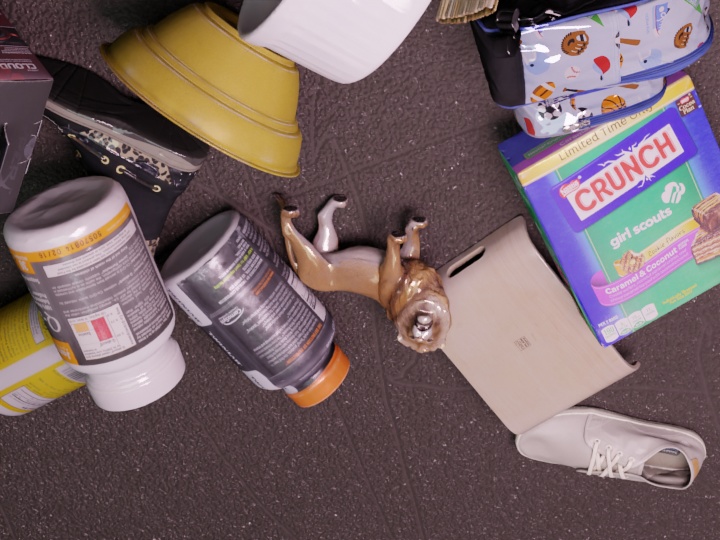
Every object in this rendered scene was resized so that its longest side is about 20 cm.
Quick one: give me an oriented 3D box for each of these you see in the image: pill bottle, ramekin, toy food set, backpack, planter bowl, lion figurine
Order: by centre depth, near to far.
[{"bbox_3d":[-0.005,-0.246,1.006,0.098,0.201,0.201,30,123,-20],"label":"ramekin"},{"bbox_3d":[0.184,-0.204,1.014,0.190,0.200,0.154,-17,131,7],"label":"backpack"},{"bbox_3d":[-0.114,-0.170,1.084,0.200,0.200,0.084,32,104,-13],"label":"planter bowl"},{"bbox_3d":[-0.240,0.023,1.176,0.116,0.117,0.201,-10,119,14],"label":"pill bottle"},{"bbox_3d":[0.000,0.000,1.232,0.199,0.072,0.123,20,125,22],"label":"lion figurine"},{"bbox_3d":[-0.097,0.045,1.259,0.106,0.106,0.200,-30,114,25],"label":"pill bottle"},{"bbox_3d":[0.164,0.058,1.268,0.143,0.060,0.200,-34,104,26],"label":"toy food set"},{"bbox_3d":[-0.341,0.084,1.318,0.200,0.111,0.111,-25,116,22],"label":"pill bottle"}]

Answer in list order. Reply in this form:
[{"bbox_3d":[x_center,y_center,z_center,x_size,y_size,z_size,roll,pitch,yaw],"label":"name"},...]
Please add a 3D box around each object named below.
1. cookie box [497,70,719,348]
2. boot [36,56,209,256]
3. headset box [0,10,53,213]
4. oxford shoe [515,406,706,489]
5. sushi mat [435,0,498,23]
[{"bbox_3d":[0.240,-0.060,1.132,0.171,0.075,0.200,-30,116,3],"label":"cookie box"},{"bbox_3d":[-0.260,-0.101,1.209,0.203,0.074,0.154,25,126,-6],"label":"boot"},{"bbox_3d":[-0.353,-0.153,1.117,0.200,0.075,0.149,50,129,29],"label":"headset box"},{"bbox_3d":[0.262,0.189,1.332,0.199,0.058,0.075,7,126,6],"label":"oxford shoe"},{"bbox_3d":[0.101,-0.286,0.962,0.012,0.096,0.201,15,87,-24],"label":"sushi mat"}]
